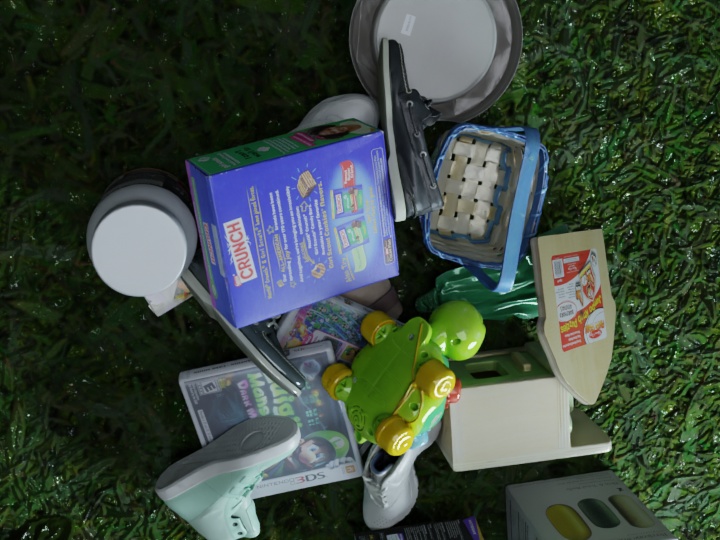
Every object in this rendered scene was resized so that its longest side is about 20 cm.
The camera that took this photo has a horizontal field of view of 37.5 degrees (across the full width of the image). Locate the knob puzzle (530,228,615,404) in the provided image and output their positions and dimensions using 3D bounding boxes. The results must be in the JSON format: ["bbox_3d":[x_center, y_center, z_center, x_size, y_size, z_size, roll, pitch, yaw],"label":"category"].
[{"bbox_3d":[0.245,0.056,1.229,0.030,0.220,0.220,-7,108,36],"label":"knob puzzle"}]

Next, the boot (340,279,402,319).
[{"bbox_3d":[0.000,0.000,1.259,0.200,0.070,0.146,-41,108,6],"label":"boot"}]

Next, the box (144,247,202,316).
[{"bbox_3d":[-0.164,-0.016,1.240,0.200,0.041,0.039,-32,106,-2],"label":"box"}]

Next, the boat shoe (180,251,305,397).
[{"bbox_3d":[-0.122,0.054,1.183,0.062,0.073,0.200,-41,79,-13],"label":"boat shoe"}]

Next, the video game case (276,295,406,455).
[{"bbox_3d":[-0.034,0.125,1.264,0.182,0.024,0.200,24,116,-19],"label":"video game case"}]

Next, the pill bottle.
[{"bbox_3d":[-0.233,-0.042,1.141,0.116,0.200,0.117,-2,104,-8],"label":"pill bottle"}]

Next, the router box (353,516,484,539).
[{"bbox_3d":[0.075,0.413,1.345,0.157,0.052,0.201,-6,119,-7],"label":"router box"}]

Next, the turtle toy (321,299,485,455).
[{"bbox_3d":[0.060,0.115,1.185,0.200,0.146,0.101,-53,137,4],"label":"turtle toy"}]

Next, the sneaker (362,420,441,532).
[{"bbox_3d":[0.031,0.242,1.283,0.074,0.087,0.201,29,124,25],"label":"sneaker"}]

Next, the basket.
[{"bbox_3d":[0.142,-0.077,1.189,0.139,0.200,0.177,9,98,-19],"label":"basket"}]

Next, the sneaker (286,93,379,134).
[{"bbox_3d":[-0.059,-0.130,1.200,0.200,0.099,0.078,-34,106,0],"label":"sneaker"}]

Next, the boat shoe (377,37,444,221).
[{"bbox_3d":[0.057,-0.155,1.150,0.066,0.075,0.200,-6,81,-3],"label":"boat shoe"}]

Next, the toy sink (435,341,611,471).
[{"bbox_3d":[0.191,0.158,1.290,0.199,0.130,0.112,-5,103,-7],"label":"toy sink"}]

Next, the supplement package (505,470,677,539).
[{"bbox_3d":[0.283,0.364,1.314,0.151,0.200,0.151,-7,104,-8],"label":"supplement package"}]

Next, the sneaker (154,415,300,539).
[{"bbox_3d":[-0.129,0.249,1.243,0.200,0.074,0.118,-28,114,22],"label":"sneaker"}]

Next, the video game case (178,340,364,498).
[{"bbox_3d":[-0.102,0.186,1.265,0.181,0.023,0.201,-12,121,1],"label":"video game case"}]

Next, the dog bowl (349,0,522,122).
[{"bbox_3d":[0.082,-0.266,1.213,0.199,0.059,0.201,-2,102,-9],"label":"dog bowl"}]

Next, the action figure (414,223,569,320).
[{"bbox_3d":[0.161,0.019,1.292,0.199,0.055,0.119,-14,106,-10],"label":"action figure"}]

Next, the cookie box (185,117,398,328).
[{"bbox_3d":[-0.069,-0.054,1.125,0.199,0.075,0.172,-17,114,-24],"label":"cookie box"}]
